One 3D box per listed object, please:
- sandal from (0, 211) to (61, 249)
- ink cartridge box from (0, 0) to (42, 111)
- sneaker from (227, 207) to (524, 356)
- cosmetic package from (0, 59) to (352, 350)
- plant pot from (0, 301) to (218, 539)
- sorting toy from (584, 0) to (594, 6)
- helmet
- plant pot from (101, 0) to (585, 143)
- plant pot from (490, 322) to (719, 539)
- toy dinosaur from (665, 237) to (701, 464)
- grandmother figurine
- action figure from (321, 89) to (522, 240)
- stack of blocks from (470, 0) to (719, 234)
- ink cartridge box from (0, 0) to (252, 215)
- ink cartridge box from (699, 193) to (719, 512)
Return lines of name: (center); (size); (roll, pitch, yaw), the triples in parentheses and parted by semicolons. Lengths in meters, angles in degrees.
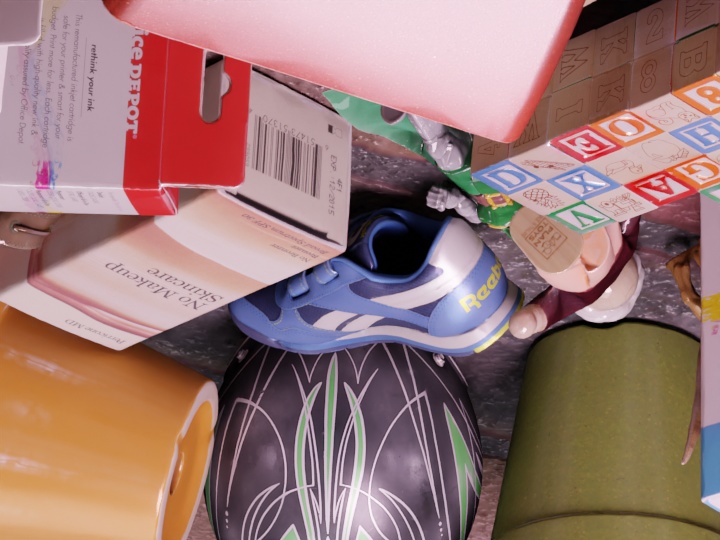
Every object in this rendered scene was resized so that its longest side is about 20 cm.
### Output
sandal: (-0.205, -0.031, 1.641); (0.080, 0.201, 0.058); (14, 133, 53)
ink cartridge box: (-0.237, -0.137, 1.495); (0.199, 0.118, 0.067); (-3, 153, 15)
sneaker: (0.000, 0.000, 1.786); (0.199, 0.074, 0.082); (-2, 136, 35)
cosmetic package: (-0.108, -0.034, 1.716); (0.103, 0.088, 0.200); (23, 148, -36)
plant pot: (-0.191, 0.105, 1.835); (0.182, 0.201, 0.200); (15, 154, 8)
sorting toy: (0.021, -0.159, 1.478); (0.184, 0.037, 0.200); (16, 168, -22)
helmet: (-0.012, 0.124, 1.924); (0.199, 0.201, 0.191); (2, 170, 4)
plant pot: (0.017, -0.205, 1.265); (0.199, 0.201, 0.176); (16, 137, -23)
plant pot: (0.164, 0.141, 1.912); (0.199, 0.191, 0.200); (4, 154, 2)
toy dinosaur: (0.220, 0.031, 1.769); (0.060, 0.107, 0.200); (-34, 174, 30)
grandmother figurine: (0.129, -0.008, 1.724); (0.121, 0.061, 0.200); (-42, 164, 2)
action figure: (0.070, -0.061, 1.683); (0.117, 0.055, 0.200); (-10, 154, 19)
stack of blocks: (0.166, -0.079, 1.531); (0.115, 0.059, 0.199); (27, 148, -35)
ink cartridge box: (-0.153, -0.092, 1.565); (0.199, 0.117, 0.067); (2, 168, 4)
ink cartridge box: (0.288, 0.046, 1.697); (0.146, 0.201, 0.146); (-19, 145, 36)
